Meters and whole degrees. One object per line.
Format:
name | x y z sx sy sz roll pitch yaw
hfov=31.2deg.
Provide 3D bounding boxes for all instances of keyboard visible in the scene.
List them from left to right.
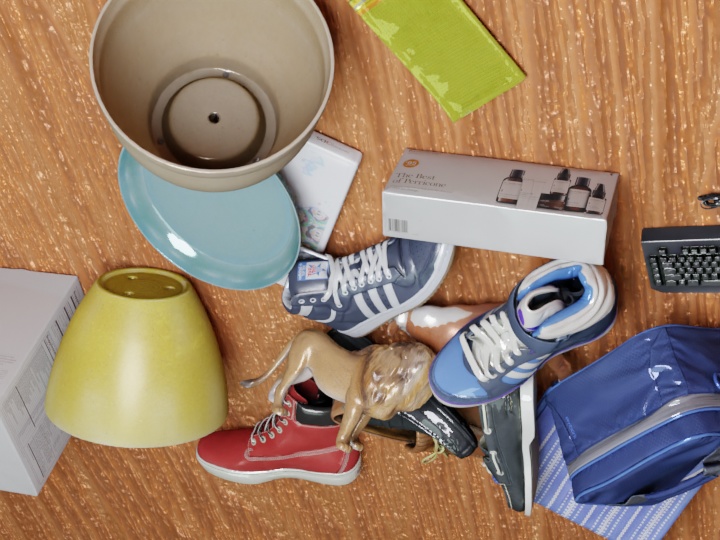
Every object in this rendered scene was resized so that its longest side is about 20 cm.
keyboard | 0.346 -0.025 1.133 0.198 0.021 0.128 -2 131 23

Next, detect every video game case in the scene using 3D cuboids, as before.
video game case | -0.109 -0.078 1.270 0.180 0.024 0.201 24 136 -1

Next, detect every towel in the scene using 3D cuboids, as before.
towel | 0.046 -0.213 1.080 0.086 0.018 0.200 -26 119 40
towel | 0.255 0.213 1.364 0.198 0.024 0.146 27 115 -4

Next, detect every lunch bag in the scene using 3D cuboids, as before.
lunch bag | 0.285 0.144 1.208 0.135 0.134 0.200 5 149 -35

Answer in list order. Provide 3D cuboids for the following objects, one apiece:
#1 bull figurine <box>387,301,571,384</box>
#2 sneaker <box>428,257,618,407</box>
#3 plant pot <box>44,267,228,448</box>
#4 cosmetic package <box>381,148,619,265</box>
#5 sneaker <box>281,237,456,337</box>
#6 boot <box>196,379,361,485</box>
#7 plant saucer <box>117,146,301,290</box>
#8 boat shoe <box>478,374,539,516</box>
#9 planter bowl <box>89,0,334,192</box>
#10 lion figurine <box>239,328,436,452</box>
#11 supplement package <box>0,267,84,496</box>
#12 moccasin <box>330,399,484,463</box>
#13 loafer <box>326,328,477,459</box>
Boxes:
bull figurine | 0.120 0.072 1.291 0.198 0.065 0.122 -2 135 27
sneaker | 0.136 0.051 1.157 0.199 0.081 0.146 -26 159 10
plant pot | -0.235 0.080 1.379 0.198 0.200 0.144 10 109 13
cosmetic package | 0.124 -0.060 1.146 0.198 0.083 0.051 8 124 15
sneaker | 0.000 0.000 1.247 0.108 0.071 0.200 20 144 -27
boot | -0.103 0.176 1.483 0.198 0.073 0.145 0 132 12
plant saucer | -0.142 -0.067 1.249 0.198 0.028 0.202 16 135 17
boat shoe | 0.148 0.172 1.299 0.060 0.076 0.202 2 129 11
planter bowl | -0.125 -0.151 1.105 0.198 0.202 0.135 21 161 2
lion figurine | -0.022 0.103 1.287 0.199 0.124 0.072 23 -177 24
supplement package | -0.404 0.120 1.458 0.150 0.201 0.152 6 135 18
moccasin | 0.066 0.168 1.392 0.199 0.078 0.074 21 137 -4
loafer | 0.034 0.135 1.338 0.200 0.071 0.068 37 180 19
